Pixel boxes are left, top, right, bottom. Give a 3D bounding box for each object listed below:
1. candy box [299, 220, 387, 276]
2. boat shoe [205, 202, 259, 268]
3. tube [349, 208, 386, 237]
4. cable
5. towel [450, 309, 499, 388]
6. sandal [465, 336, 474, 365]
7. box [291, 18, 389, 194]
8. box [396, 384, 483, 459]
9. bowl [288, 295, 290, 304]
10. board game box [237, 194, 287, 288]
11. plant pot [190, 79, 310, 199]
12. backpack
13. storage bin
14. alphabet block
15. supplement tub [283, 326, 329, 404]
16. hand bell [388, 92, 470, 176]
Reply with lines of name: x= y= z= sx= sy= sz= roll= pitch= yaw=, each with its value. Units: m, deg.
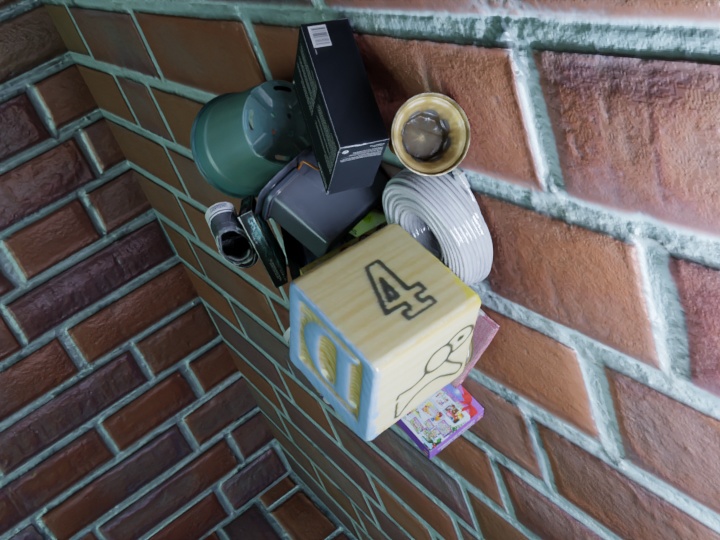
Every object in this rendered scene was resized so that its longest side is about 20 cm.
candy box: x=0.000 y=0.000 z=1.338 sx=0.057 sy=0.199 sz=0.117 roll=49 pitch=160 yaw=29
boat shoe: x=-0.214 y=-0.042 z=1.397 sx=0.200 sy=0.071 sz=0.068 roll=79 pitch=167 yaw=-63
tube: x=-0.037 y=-0.109 z=1.392 sx=0.199 sy=0.052 sz=0.058 roll=30 pitch=169 yaw=7
cable: x=0.112 y=-0.060 z=1.174 sx=0.201 sy=0.069 sz=0.200 roll=59 pitch=160 yaw=-8
towel: x=0.127 y=0.077 z=1.325 sx=0.200 sy=0.023 sz=0.145 roll=48 pitch=128 yaw=25
sandal: x=0.118 y=0.061 z=1.276 sx=0.080 sy=0.054 sz=0.201 roll=-22 pitch=84 yaw=45
box: x=-0.034 y=-0.233 z=1.151 sx=0.141 sy=0.078 sz=0.201 roll=120 pitch=135 yaw=-66
box: x=0.119 y=0.242 z=1.529 sx=0.200 sy=0.136 sz=0.039 roll=45 pitch=157 yaw=30
bowl: x=-0.045 y=0.076 z=1.674 sx=0.094 sy=0.200 sz=0.201 roll=-43 pitch=78 yaw=25
board game box: x=-0.170 y=-0.055 z=1.401 sx=0.136 sy=0.028 sz=0.200 roll=64 pitch=180 yaw=-15
plant pot: x=-0.178 y=-0.242 z=1.426 sx=0.196 sy=0.200 sz=0.201 roll=-8 pitch=114 yaw=60
backpack: x=-0.068 y=-0.043 z=1.494 sx=0.183 sy=0.146 sz=0.201 roll=99 pitch=153 yaw=-61
storage bin: x=-0.051 y=-0.129 z=1.297 sx=0.134 sy=0.200 sz=0.146 roll=43 pitch=159 yaw=4
alphabet block: x=0.029 y=0.087 z=1.168 sx=0.196 sy=0.199 sz=0.196 roll=44 pitch=148 yaw=28
supplement tub: x=-0.080 y=0.202 z=1.926 sx=0.200 sy=0.145 sz=0.146 roll=52 pitch=160 yaw=11
hand bell: x=0.070 y=-0.177 z=1.102 sx=0.105 sy=0.104 sz=0.200 roll=59 pitch=172 yaw=-9
